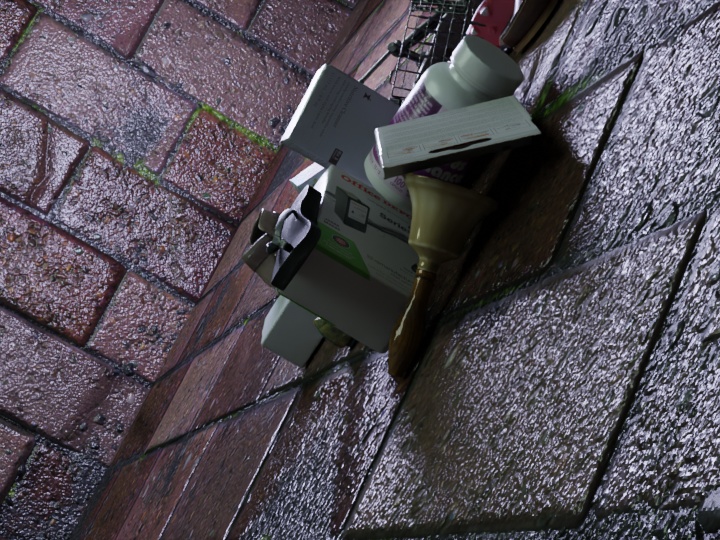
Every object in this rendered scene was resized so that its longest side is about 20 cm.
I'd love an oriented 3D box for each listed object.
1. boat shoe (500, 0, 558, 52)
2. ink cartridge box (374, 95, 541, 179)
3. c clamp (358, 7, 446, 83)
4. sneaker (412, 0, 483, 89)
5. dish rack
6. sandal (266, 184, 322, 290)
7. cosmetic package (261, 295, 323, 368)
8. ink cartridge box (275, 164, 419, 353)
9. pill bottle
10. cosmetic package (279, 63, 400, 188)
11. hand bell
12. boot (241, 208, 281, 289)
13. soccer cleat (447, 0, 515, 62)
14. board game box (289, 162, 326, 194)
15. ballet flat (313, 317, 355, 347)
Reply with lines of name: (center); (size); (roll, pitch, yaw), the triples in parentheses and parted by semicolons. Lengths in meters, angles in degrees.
boat shoe: (0.222, -0.362, 1.689); (0.200, 0.070, 0.070); (-57, 12, 21)
ink cartridge box: (0.098, -0.124, 1.428); (0.200, 0.160, 0.050); (-97, -6, -71)
c clamp: (0.092, -0.335, 2.060); (0.171, 0.027, 0.200); (-42, -12, 21)
sneaker: (0.134, -0.331, 1.989); (0.200, 0.075, 0.106); (-56, 11, 26)
dish rack: (0.102, -0.282, 1.780); (0.153, 0.054, 0.201); (22, 102, 56)
sandal: (-0.078, -0.038, 1.489); (0.076, 0.043, 0.200); (-55, 13, 17)
cosmetic package: (-0.056, 0.023, 1.926); (0.200, 0.071, 0.101); (-56, 10, 16)
ink cartridge box: (-0.004, -0.017, 1.599); (0.084, 0.145, 0.200); (-54, 13, 27)
pill bottle: (0.099, -0.169, 1.617); (0.200, 0.112, 0.112); (-55, 12, 28)
cosmetic package: (0.012, -0.163, 1.769); (0.113, 0.200, 0.081); (-63, 10, -3)
hand bell: (0.063, 0.012, 1.431); (0.104, 0.104, 0.201); (-174, 103, -78)
boot: (-0.085, -0.047, 2.043); (0.070, 0.146, 0.200); (-52, 11, 44)
soccer cleat: (0.165, -0.302, 1.809); (0.200, 0.067, 0.077); (-56, 6, 32)
board game box: (0.003, -0.155, 1.959); (0.200, 0.064, 0.148); (-36, 10, -2)
ballet flat: (0.000, 0.000, 1.750); (0.200, 0.071, 0.071); (-64, 11, -20)
